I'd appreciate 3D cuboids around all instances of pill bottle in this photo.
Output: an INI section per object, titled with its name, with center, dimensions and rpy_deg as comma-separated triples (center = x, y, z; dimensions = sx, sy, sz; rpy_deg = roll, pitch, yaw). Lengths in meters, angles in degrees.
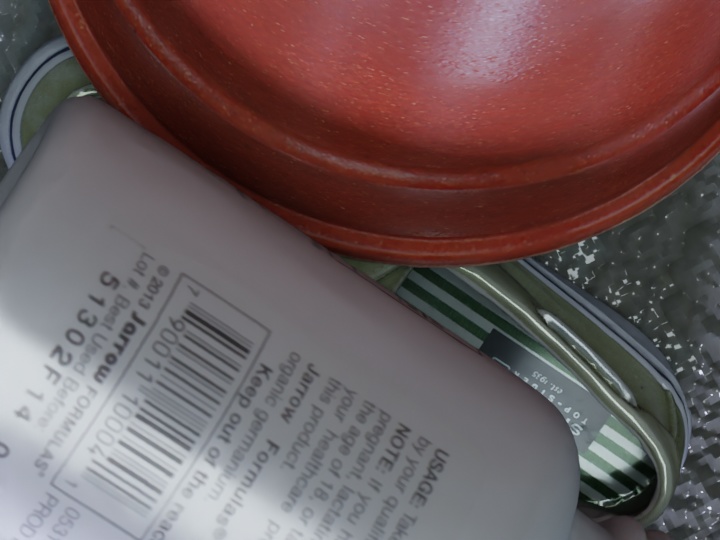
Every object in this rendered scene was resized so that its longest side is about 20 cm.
[pill bottle]
center = -0.013, 0.059, 0.682
dimensions = 0.200, 0.114, 0.114
rpy_deg = 34, 97, -9

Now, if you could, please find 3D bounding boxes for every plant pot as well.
[plant pot]
center = 0.024, -0.115, 0.641
dimensions = 0.200, 0.195, 0.201
rpy_deg = 1, 81, -4

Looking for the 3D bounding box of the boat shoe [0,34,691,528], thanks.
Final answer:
[boat shoe]
center = 0.000, 0.000, 0.751
dimensions = 0.200, 0.062, 0.072
rpy_deg = 29, 97, -5
